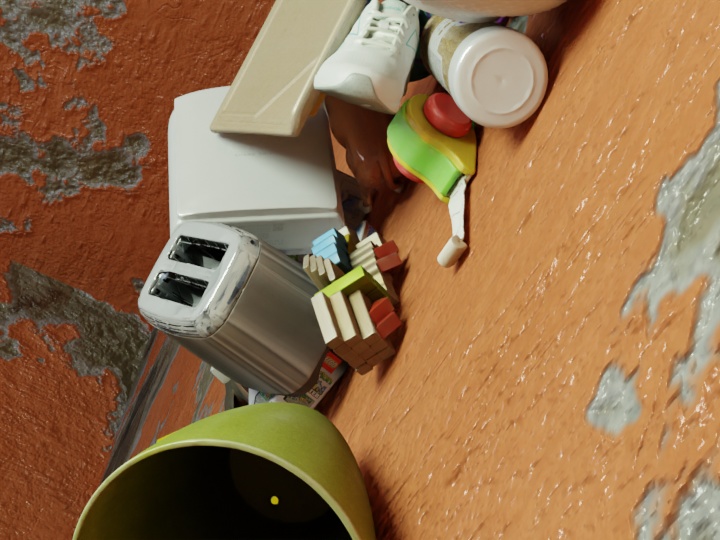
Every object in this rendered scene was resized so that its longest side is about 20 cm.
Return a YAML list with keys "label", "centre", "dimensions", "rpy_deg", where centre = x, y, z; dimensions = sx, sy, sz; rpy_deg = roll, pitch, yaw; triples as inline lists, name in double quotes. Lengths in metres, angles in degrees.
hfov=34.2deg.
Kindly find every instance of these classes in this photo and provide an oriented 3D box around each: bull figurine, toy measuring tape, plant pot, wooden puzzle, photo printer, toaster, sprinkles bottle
- label: "bull figurine"
  centre: [-0.001, -0.157, 1.121]
  dimensions: [0.122, 0.064, 0.203]
  rpy_deg: [81, 176, -67]
- label: "toy measuring tape"
  centre: [0.052, -0.082, 0.909]
  dimensions: [0.074, 0.073, 0.201]
  rpy_deg: [-57, 15, 37]
- label: "plant pot"
  centre: [-0.065, 0.166, 0.770]
  dimensions: [0.189, 0.185, 0.200]
  rpy_deg: [-63, -3, 15]
- label: "wooden puzzle"
  centre: [-0.052, -0.200, 1.048]
  dimensions: [0.199, 0.037, 0.187]
  rpy_deg: [11, 72, 62]
- label: "photo printer"
  centre: [-0.105, -0.105, 1.145]
  dimensions: [0.070, 0.164, 0.202]
  rpy_deg: [95, 170, -47]
- label: "toaster"
  centre: [-0.103, 0.032, 1.016]
  dimensions: [0.199, 0.129, 0.115]
  rpy_deg: [13, 72, 55]
- label: "sprinkles bottle"
  centre: [0.089, -0.160, 0.897]
  dimensions: [0.069, 0.067, 0.200]
  rpy_deg: [-63, 12, 14]

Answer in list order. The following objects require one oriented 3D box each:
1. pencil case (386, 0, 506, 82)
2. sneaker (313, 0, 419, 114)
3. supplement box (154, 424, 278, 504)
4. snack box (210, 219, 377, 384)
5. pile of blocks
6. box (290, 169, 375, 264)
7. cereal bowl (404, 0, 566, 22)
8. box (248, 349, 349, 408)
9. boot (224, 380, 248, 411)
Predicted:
- label: "pencil case"
  centre: [0.071, -0.236, 1.084]
  dimensions: [0.092, 0.086, 0.200]
  rpy_deg: [-32, 6, -14]
- label: "sneaker"
  centre: [0.010, -0.176, 0.935]
  dimensions: [0.201, 0.069, 0.081]
  rpy_deg: [-70, -1, -71]
- label: "supplement box"
  centre: [-0.126, 0.205, 1.024]
  dimensions: [0.200, 0.107, 0.111]
  rpy_deg: [146, 136, -69]
- label: "snack box"
  centre: [-0.064, 0.031, 1.127]
  dimensions: [0.199, 0.024, 0.072]
  rpy_deg: [-38, 16, 23]
- label: "pile of blocks"
  centre: [0.000, 0.000, 0.963]
  dimensions: [0.062, 0.082, 0.201]
  rpy_deg: [-31, 25, 13]
- label: "box"
  centre: [-0.075, -0.021, 1.279]
  dimensions: [0.202, 0.100, 0.112]
  rpy_deg: [-66, 11, 3]
- label: "cereal bowl"
  centre: [0.071, -0.236, 0.833]
  dimensions: [0.201, 0.197, 0.084]
  rpy_deg: [-84, 9, -55]
- label: "box"
  centre: [-0.062, 0.083, 1.126]
  dimensions: [0.110, 0.035, 0.200]
  rpy_deg: [-50, 15, 10]
- label: "boot"
  centre: [-0.112, 0.140, 1.284]
  dimensions: [0.200, 0.073, 0.099]
  rpy_deg: [-131, 41, -67]
